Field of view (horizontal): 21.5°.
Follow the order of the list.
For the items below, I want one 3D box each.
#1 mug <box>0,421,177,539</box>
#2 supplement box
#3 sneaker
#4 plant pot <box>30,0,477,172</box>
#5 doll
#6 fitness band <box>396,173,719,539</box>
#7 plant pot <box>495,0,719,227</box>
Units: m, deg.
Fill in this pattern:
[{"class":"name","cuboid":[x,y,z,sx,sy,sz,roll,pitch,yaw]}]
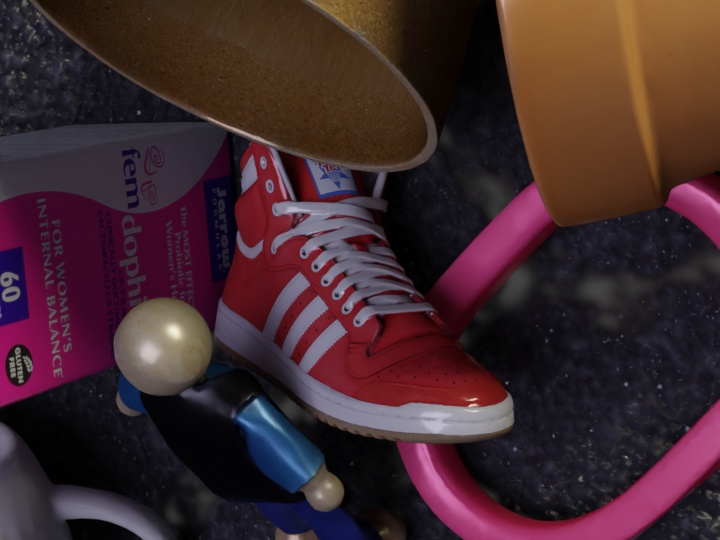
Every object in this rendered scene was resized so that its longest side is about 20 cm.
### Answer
[{"class":"mug","cuboid":[-0.184,0.165,0.943,0.199,0.148,0.176,-2,112,-8]},{"class":"supplement box","cuboid":[-0.149,-0.008,0.855,0.103,0.200,0.102,0,100,28]},{"class":"sneaker","cuboid":[0.000,0.000,0.818,0.200,0.071,0.113,23,109,53]},{"class":"plant pot","cuboid":[-0.018,-0.172,0.755,0.186,0.186,0.201,17,74,26]},{"class":"doll","cuboid":[-0.053,0.074,0.825,0.136,0.200,0.049,23,71,34]},{"class":"fitness band","cuboid":[0.096,0.040,0.821,0.144,0.037,0.200,49,117,13]},{"class":"plant pot","cuboid":[0.128,-0.123,0.693,0.139,0.200,0.201,-7,97,14]}]
